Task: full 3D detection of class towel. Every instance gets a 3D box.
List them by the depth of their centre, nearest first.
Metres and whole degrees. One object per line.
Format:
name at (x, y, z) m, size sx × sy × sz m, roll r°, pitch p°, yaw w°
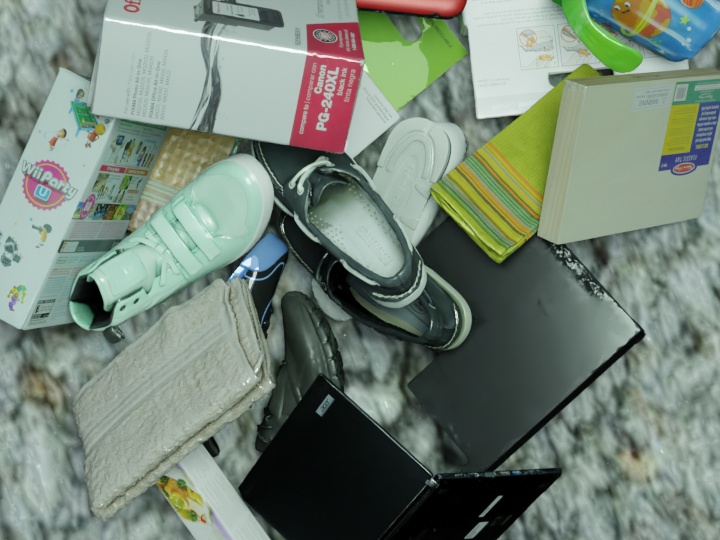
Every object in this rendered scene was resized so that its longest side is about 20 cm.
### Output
towel at (-0.158, 0.100, 1.175) m, size 0.200 × 0.133 × 0.034 m, roll -40°, pitch 130°, yaw 15°
towel at (0.154, -0.095, 1.210) m, size 0.200 × 0.018 × 0.086 m, roll -40°, pitch 78°, yaw -23°
towel at (-0.178, -0.131, 1.286) m, size 0.146 × 0.022 × 0.201 m, roll 23°, pitch 87°, yaw 0°

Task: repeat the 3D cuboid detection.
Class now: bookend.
bookend at (0.107, 0.046, 1.246) m, size 0.200 × 0.092 × 0.199 m, roll -43°, pitch 77°, yaw 7°

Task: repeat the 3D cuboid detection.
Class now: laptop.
laptop at (0.030, 0.176, 1.190) m, size 0.198 × 0.178 × 0.104 m, roll 2°, pitch 51°, yaw -32°

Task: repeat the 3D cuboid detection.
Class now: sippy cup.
sippy cup at (0.248, -0.249, 1.212) m, size 0.130 × 0.140 × 0.178 m, roll 34°, pitch 97°, yaw -9°

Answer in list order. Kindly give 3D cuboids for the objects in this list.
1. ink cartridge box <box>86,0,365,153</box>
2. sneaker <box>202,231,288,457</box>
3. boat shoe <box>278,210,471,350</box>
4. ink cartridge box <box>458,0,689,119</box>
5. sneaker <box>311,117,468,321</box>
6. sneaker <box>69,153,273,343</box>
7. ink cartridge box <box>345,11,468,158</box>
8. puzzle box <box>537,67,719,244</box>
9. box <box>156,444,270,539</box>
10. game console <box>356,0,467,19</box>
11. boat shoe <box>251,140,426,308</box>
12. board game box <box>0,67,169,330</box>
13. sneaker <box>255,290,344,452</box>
ink cartridge box at (-0.104, -0.172, 1.120) m, size 0.198 × 0.146 × 0.084 m, roll 9°, pitch 121°, yaw -10°
sneaker at (-0.107, 0.066, 1.253) m, size 0.078 × 0.070 × 0.201 m, roll 33°, pitch 93°, yaw -2°
boat shoe at (-0.001, 0.002, 1.198) m, size 0.199 × 0.066 × 0.075 m, roll 41°, pitch 113°, yaw 20°
ink cartridge box at (0.188, -0.228, 1.290) m, size 0.198 × 0.045 × 0.178 m, roll -5°, pitch 86°, yaw -2°
sneaker at (0.031, -0.040, 1.260) m, size 0.076 × 0.080 × 0.201 m, roll 39°, pitch 106°, yaw 16°
sneaker at (-0.157, -0.013, 1.177) m, size 0.200 × 0.118 × 0.074 m, roll -40°, pitch 88°, yaw 33°
ink cartridge box at (-0.016, -0.187, 1.253) m, size 0.200 × 0.076 × 0.148 m, roll -40°, pitch 97°, yaw -6°
puzzle box at (0.233, -0.099, 1.211) m, size 0.199 × 0.025 × 0.134 m, roll -10°, pitch 116°, yaw -41°
box at (-0.120, 0.214, 1.227) m, size 0.039 × 0.041 × 0.201 m, roll -28°, pitch 103°, yaw 33°
game console at (-0.004, -0.296, 1.247) m, size 0.198 × 0.119 × 0.174 m, roll 6°, pitch 83°, yaw -1°
boat shoe at (-0.020, -0.057, 1.154) m, size 0.076 × 0.060 × 0.200 m, roll -45°, pitch 71°, yaw -5°
board game box at (-0.238, -0.057, 1.195) m, size 0.064 × 0.148 × 0.201 m, roll 26°, pitch 95°, yaw 7°
sneaker at (-0.052, 0.119, 1.248) m, size 0.090 × 0.076 × 0.202 m, roll -11°, pitch 85°, yaw 4°
